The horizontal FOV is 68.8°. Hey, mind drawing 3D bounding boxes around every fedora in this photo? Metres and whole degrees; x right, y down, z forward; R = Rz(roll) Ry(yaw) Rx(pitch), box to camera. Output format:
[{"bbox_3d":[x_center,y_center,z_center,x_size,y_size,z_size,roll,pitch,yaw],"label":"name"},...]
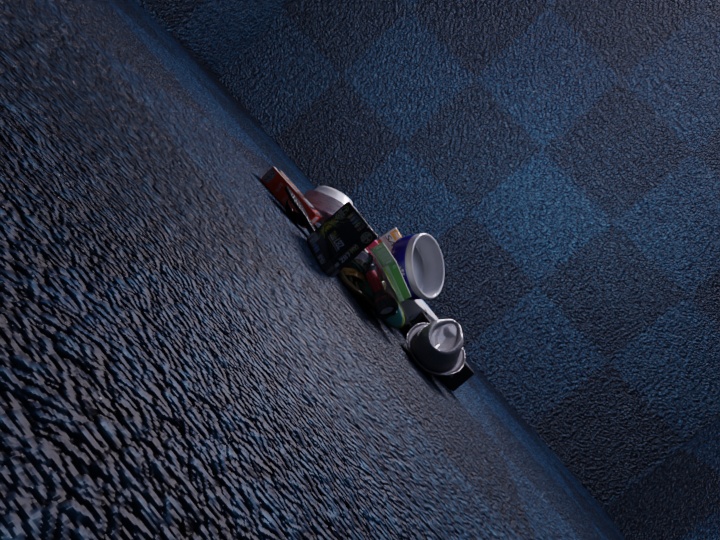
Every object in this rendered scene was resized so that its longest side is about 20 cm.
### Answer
[{"bbox_3d":[0.224,0.194,1.452,0.177,0.090,0.200,42,42,17],"label":"fedora"}]

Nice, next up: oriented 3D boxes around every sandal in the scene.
[{"bbox_3d":[-0.179,-0.154,1.538,0.201,0.048,0.075,60,4,-1],"label":"sandal"},{"bbox_3d":[-0.022,0.016,1.458,0.200,0.054,0.080,52,7,36],"label":"sandal"}]

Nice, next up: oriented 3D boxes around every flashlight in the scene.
[{"bbox_3d":[0.044,0.041,1.485,0.068,0.068,0.200,11,44,-38],"label":"flashlight"}]

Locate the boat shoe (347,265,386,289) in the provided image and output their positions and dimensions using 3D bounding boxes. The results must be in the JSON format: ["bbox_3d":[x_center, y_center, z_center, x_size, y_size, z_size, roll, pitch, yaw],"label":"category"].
[{"bbox_3d":[0.000,0.000,1.682,0.201,0.061,0.072,49,44,6],"label":"boat shoe"}]

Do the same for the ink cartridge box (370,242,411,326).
[{"bbox_3d":[0.098,0.034,1.414,0.146,0.048,0.200,63,-2,-40],"label":"ink cartridge box"}]

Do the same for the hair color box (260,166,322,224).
[{"bbox_3d":[-0.214,-0.226,1.642,0.200,0.061,0.102,47,6,2],"label":"hair color box"}]

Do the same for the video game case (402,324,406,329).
[{"bbox_3d":[0.122,0.149,1.831,0.182,0.023,0.200,43,9,-45],"label":"video game case"}]

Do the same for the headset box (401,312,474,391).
[{"bbox_3d":[0.243,0.256,1.636,0.174,0.093,0.200,45,6,-32],"label":"headset box"}]

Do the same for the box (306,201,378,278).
[{"bbox_3d":[-0.053,-0.087,1.389,0.049,0.161,0.200,44,8,-31],"label":"box"}]

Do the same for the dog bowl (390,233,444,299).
[{"bbox_3d":[0.176,-0.011,1.607,0.200,0.079,0.200,13,74,-52],"label":"dog bowl"}]

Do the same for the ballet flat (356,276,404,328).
[{"bbox_3d":[0.062,0.091,1.556,0.200,0.067,0.067,48,-2,17],"label":"ballet flat"}]

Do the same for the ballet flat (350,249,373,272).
[{"bbox_3d":[-0.023,-0.047,1.517,0.072,0.072,0.200,44,-10,-32],"label":"ballet flat"}]

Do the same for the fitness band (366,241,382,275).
[{"bbox_3d":[0.030,-0.055,1.592,0.144,0.037,0.200,39,-11,38],"label":"fitness band"}]

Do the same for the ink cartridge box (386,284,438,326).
[{"bbox_3d":[0.162,0.122,1.744,0.200,0.086,0.146,38,11,-35],"label":"ink cartridge box"}]

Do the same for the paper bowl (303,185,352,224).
[{"bbox_3d":[-0.108,-0.224,1.858,0.201,0.104,0.201,26,-8,4],"label":"paper bowl"}]

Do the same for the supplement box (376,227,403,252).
[{"bbox_3d":[0.102,-0.048,1.775,0.126,0.073,0.200,55,-17,7],"label":"supplement box"}]
